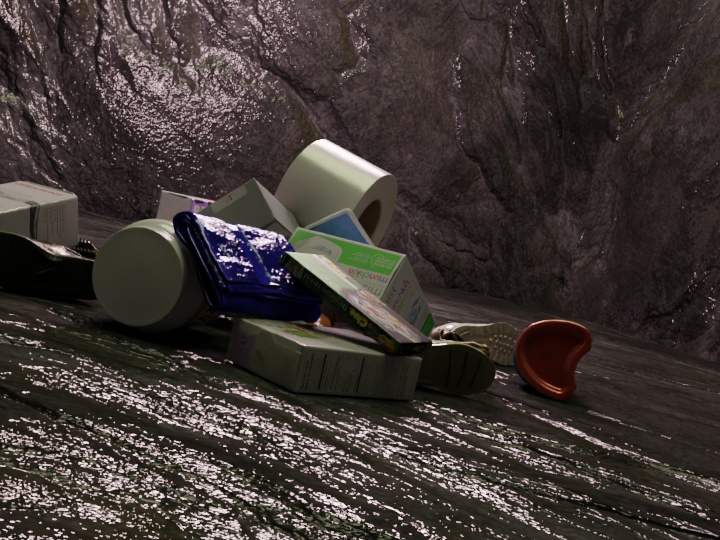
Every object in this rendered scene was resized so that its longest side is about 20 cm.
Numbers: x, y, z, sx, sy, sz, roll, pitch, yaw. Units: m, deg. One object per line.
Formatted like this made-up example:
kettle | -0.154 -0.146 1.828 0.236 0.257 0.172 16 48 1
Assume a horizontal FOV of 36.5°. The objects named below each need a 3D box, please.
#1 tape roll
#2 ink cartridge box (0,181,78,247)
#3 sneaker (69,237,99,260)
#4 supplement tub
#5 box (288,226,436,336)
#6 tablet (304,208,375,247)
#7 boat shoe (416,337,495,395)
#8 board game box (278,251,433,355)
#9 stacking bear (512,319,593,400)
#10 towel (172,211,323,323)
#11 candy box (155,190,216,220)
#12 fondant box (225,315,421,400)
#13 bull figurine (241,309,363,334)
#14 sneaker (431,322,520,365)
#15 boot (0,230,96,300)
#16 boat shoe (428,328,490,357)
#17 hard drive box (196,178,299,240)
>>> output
tape roll | -0.046 -0.101 1.837 0.138 0.205 0.202 30 9 19
ink cartridge box | -0.548 -0.071 1.647 0.144 0.085 0.199 14 20 33
sneaker | -0.393 0.007 1.702 0.198 0.071 0.090 8 -26 32
supplement tub | -0.254 0.007 1.429 0.142 0.147 0.200 14 4 11
box | -0.011 0.043 1.630 0.198 0.097 0.177 15 -30 32
tablet | 0.000 0.000 1.711 0.129 0.201 0.014 -19 20 51
boat shoe | 0.090 0.122 1.492 0.198 0.076 0.068 11 9 -25
board game box | -0.006 0.041 1.384 0.199 0.024 0.104 38 16 24
stacking bear | 0.306 0.145 1.789 0.112 0.123 0.200 21 -5 10
towel | -0.136 -0.006 1.386 0.199 0.049 0.149 13 43 -54
candy box | -0.276 -0.038 1.874 0.071 0.170 0.199 14 3 25
fondant box | -0.044 0.108 1.339 0.198 0.059 0.143 12 4 -43
bull figurine | -0.087 0.072 1.516 0.198 0.066 0.121 27 5 -11
sneaker | 0.212 0.127 1.984 0.198 0.078 0.080 13 -7 -37
boot | -0.463 -0.010 1.529 0.201 0.075 0.153 17 -1 -27
boat shoe | 0.133 0.125 1.672 0.071 0.069 0.199 9 5 -37
hard drive box | -0.179 -0.044 1.661 0.155 0.077 0.200 -30 -16 5
